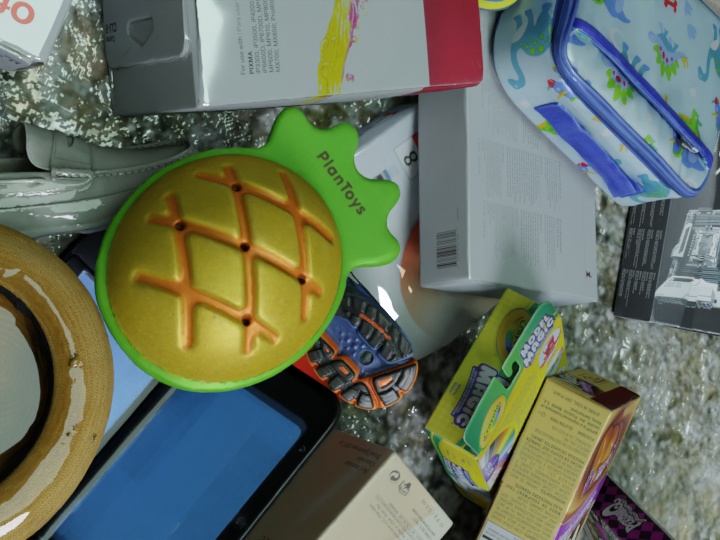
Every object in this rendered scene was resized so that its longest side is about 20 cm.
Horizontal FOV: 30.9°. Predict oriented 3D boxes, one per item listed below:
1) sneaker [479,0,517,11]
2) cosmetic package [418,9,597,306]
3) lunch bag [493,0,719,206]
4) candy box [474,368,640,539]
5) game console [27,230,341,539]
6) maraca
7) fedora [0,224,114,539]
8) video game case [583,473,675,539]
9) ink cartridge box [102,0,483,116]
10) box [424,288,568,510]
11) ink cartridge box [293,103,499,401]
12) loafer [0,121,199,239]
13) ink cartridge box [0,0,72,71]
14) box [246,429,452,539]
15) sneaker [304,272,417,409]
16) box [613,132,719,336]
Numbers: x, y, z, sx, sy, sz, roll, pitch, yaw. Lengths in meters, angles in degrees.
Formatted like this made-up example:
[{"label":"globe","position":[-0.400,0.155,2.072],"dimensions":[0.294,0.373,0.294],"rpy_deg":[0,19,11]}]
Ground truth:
[{"label":"sneaker","position":[0.063,-0.273,0.871],"dimensions":[0.066,0.079,0.201],"rpy_deg":[-23,74,-9]},{"label":"cosmetic package","position":[0.107,-0.081,0.935],"dimensions":[0.150,0.051,0.201],"rpy_deg":[9,77,-43]},{"label":"lunch bag","position":[0.187,-0.149,0.939],"dimensions":[0.200,0.082,0.162],"rpy_deg":[38,60,-34]},{"label":"candy box","position":[0.134,0.176,0.957],"dimensions":[0.201,0.056,0.117],"rpy_deg":[-67,160,9]},{"label":"game console","position":[-0.146,0.094,0.799],"dimensions":[0.200,0.116,0.176],"rpy_deg":[-50,117,-18]},{"label":"maraca","position":[-0.063,-0.014,0.770],"dimensions":[0.200,0.107,0.137],"rpy_deg":[-37,94,-23]},{"label":"fedora","position":[-0.239,0.070,0.731],"dimensions":[0.199,0.082,0.202],"rpy_deg":[2,84,-17]},{"label":"video game case","position":[0.235,0.259,1.002],"dimensions":[0.036,0.200,0.182],"rpy_deg":[-29,110,-5]},{"label":"ink cartridge box","position":[-0.048,-0.175,0.815],"dimensions":[0.199,0.145,0.146],"rpy_deg":[-10,99,-31]},{"label":"box","position":[0.100,0.095,0.925],"dimensions":[0.118,0.048,0.200],"rpy_deg":[-57,160,-15]},{"label":"ink cartridge box","position":[0.000,0.000,0.919],"dimensions":[0.200,0.050,0.163],"rpy_deg":[-39,113,-26]},{"label":"loafer","position":[-0.189,-0.056,0.785],"dimensions":[0.199,0.070,0.070],"rpy_deg":[-17,110,-28]},{"label":"ink cartridge box","position":[-0.216,-0.233,0.741],"dimensions":[0.146,0.083,0.201],"rpy_deg":[26,81,-26]},{"label":"box","position":[-0.042,0.213,0.888],"dimensions":[0.200,0.095,0.078],"rpy_deg":[-47,115,-20]},{"label":"sneaker","position":[-0.043,0.007,0.859],"dimensions":[0.075,0.078,0.200],"rpy_deg":[-37,94,2]},{"label":"box","position":[0.301,-0.047,1.097],"dimensions":[0.157,0.050,0.201],"rpy_deg":[10,89,-31]}]
